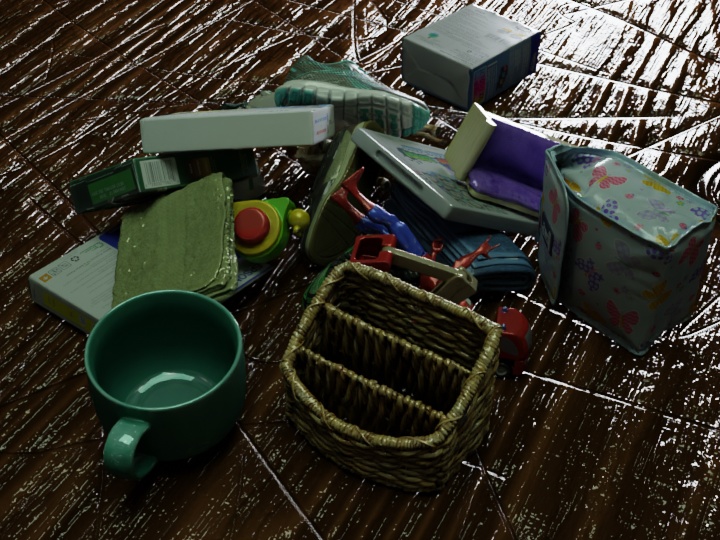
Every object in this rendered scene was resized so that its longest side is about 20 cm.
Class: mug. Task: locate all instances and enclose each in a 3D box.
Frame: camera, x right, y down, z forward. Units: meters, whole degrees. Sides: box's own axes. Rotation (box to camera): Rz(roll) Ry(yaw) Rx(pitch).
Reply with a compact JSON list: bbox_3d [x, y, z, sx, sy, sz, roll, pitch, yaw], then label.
[{"bbox_3d":[-0.201,0.120,1.162,0.185,0.114,0.152,-33,56,-28],"label":"mug"}]

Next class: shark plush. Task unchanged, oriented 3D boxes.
[{"bbox_3d":[-0.110,-0.203,1.624,0.200,0.091,0.083,-2,-11,28],"label":"shark plush"}]

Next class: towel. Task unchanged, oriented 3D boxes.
[{"bbox_3d":[0.120,-0.045,1.420,0.112,0.049,0.200,-3,34,-34],"label":"towel"},{"bbox_3d":[-0.202,-0.018,1.289,0.148,0.037,0.200,-20,44,11],"label":"towel"}]

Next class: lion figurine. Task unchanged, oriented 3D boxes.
[{"bbox_3d":[0.015,-0.160,1.574,0.122,0.073,0.200,19,27,34],"label":"lion figurine"}]

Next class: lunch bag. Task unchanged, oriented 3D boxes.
[{"bbox_3d":[0.277,-0.029,1.327,0.127,0.170,0.200,-30,51,-29],"label":"lunch bag"}]

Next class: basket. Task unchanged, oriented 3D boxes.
[{"bbox_3d":[0.021,0.107,1.164,0.200,0.149,0.143,25,44,26],"label":"basket"}]

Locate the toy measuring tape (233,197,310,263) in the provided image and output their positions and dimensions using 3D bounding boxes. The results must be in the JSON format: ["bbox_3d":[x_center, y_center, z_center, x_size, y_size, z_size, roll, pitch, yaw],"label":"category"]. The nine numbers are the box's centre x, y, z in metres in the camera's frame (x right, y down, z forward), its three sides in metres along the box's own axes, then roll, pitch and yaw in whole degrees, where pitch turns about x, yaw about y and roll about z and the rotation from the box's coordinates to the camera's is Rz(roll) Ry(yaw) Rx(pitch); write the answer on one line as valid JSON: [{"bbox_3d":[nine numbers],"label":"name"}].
[{"bbox_3d":[-0.154,-0.039,1.359,0.200,0.074,0.074,-7,37,12],"label":"toy measuring tape"}]

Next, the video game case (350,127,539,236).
[{"bbox_3d":[0.109,-0.107,1.438,0.200,0.024,0.182,7,28,-49],"label":"video game case"}]

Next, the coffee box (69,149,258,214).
[{"bbox_3d":[-0.232,-0.111,1.419,0.123,0.044,0.200,-13,2,38],"label":"coffee box"}]

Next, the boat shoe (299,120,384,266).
[{"bbox_3d":[-0.030,-0.095,1.454,0.066,0.072,0.201,2,62,44],"label":"boat shoe"}]

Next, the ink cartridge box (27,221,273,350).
[{"bbox_3d":[-0.239,0.015,1.355,0.200,0.047,0.198,29,44,27],"label":"ink cartridge box"}]

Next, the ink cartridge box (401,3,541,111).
[{"bbox_3d":[0.176,-0.328,1.771,0.136,0.076,0.200,31,49,31],"label":"ink cartridge box"}]

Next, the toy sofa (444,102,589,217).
[{"bbox_3d":[0.212,-0.123,1.446,0.200,0.083,0.098,17,27,-27],"label":"toy sofa"}]

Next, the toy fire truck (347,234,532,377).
[{"bbox_3d":[0.087,0.038,1.255,0.200,0.141,0.049,7,39,6],"label":"toy fire truck"}]

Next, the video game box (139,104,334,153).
[{"bbox_3d":[-0.141,-0.170,1.403,0.200,0.047,0.182,-2,12,7],"label":"video game box"}]

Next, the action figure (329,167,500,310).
[{"bbox_3d":[0.070,-0.039,1.313,0.099,0.065,0.200,-39,89,-26],"label":"action figure"}]

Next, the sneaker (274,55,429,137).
[{"bbox_3d":[-0.006,-0.233,1.518,0.200,0.078,0.091,13,55,-1],"label":"sneaker"}]

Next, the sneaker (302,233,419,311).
[{"bbox_3d":[0.000,0.000,1.354,0.200,0.085,0.078,-27,88,-52],"label":"sneaker"}]

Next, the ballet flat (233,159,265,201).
[{"bbox_3d":[-0.179,-0.166,1.565,0.069,0.069,0.200,-16,42,-21],"label":"ballet flat"}]
